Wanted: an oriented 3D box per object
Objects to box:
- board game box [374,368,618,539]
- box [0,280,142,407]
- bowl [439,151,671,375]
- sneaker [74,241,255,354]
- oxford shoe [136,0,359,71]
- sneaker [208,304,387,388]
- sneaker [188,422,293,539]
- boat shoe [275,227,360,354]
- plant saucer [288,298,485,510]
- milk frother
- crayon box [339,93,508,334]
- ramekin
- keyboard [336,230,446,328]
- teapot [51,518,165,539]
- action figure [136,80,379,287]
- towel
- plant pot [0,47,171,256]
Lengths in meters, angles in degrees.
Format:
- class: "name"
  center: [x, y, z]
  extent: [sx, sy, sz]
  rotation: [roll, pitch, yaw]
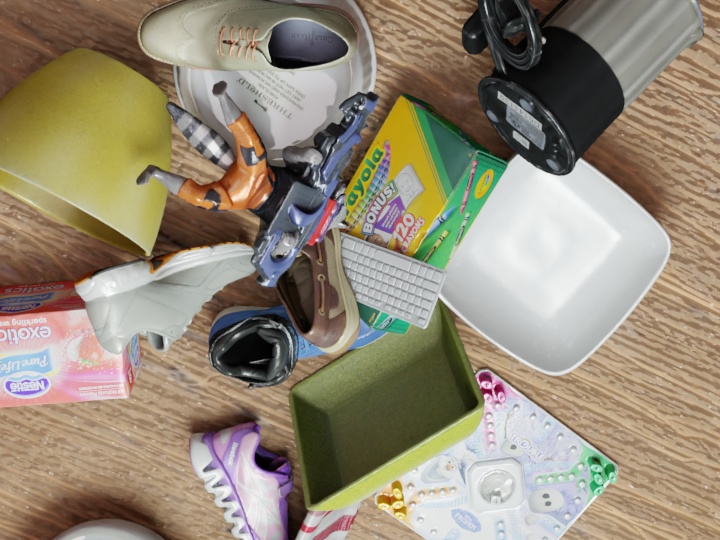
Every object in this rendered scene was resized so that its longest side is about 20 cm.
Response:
- class: "board game box"
  center: [0.150, 0.239, 1.336]
  extent: [0.199, 0.026, 0.200]
  rotation: [36, 104, -11]
- class: "box"
  center: [-0.331, 0.075, 1.240]
  extent: [0.198, 0.095, 0.104]
  rotation: [-4, 108, 0]
- class: "bowl"
  center: [0.186, -0.017, 1.231]
  extent: [0.199, 0.075, 0.200]
  rotation: [36, 103, -11]
- class: "sneaker"
  center: [-0.183, 0.028, 1.195]
  extent: [0.199, 0.075, 0.093]
  rotation: [-15, 94, -38]
- class: "oxford shoe"
  center: [-0.099, -0.208, 1.066]
  extent: [0.198, 0.074, 0.071]
  rotation: [-2, 108, 0]
- class: "sneaker"
  center: [-0.058, 0.068, 1.233]
  extent: [0.198, 0.111, 0.077]
  rotation: [-6, 108, 1]
- class: "sneaker"
  center: [-0.104, 0.247, 1.311]
  extent: [0.088, 0.081, 0.201]
  rotation: [-28, 105, 0]
- class: "boat shoe"
  center: [-0.062, -0.014, 1.172]
  extent: [0.072, 0.201, 0.072]
  rotation: [-34, 148, 28]
- class: "plant saucer"
  center: [0.030, 0.141, 1.220]
  extent: [0.199, 0.200, 0.048]
  rotation: [-32, 120, 9]
- class: "milk frother"
  center: [0.195, -0.220, 1.080]
  extent: [0.180, 0.200, 0.188]
  rotation: [45, 78, 1]
- class: "crayon box"
  center: [0.042, -0.054, 1.190]
  extent: [0.058, 0.119, 0.201]
  rotation: [13, 113, -48]
- class: "ramekin"
  center: [-0.083, -0.189, 1.160]
  extent: [0.200, 0.094, 0.204]
  rotation: [0, 107, -1]
- class: "keyboard"
  center: [0.000, 0.000, 1.169]
  extent: [0.011, 0.199, 0.057]
  rotation: [12, 97, -48]
- class: "teapot"
  center: [-0.268, 0.366, 1.314]
  extent: [0.199, 0.146, 0.198]
  rotation: [27, 80, 12]
- class: "action figure"
  center: [-0.077, -0.101, 1.102]
  extent: [0.193, 0.105, 0.201]
  rotation: [33, 96, -35]
- class: "towel"
  center: [-0.043, 0.291, 1.291]
  extent: [0.023, 0.144, 0.201]
  rotation: [29, 107, 18]
- class: "plant pot"
  center: [-0.257, -0.122, 1.145]
  extent: [0.199, 0.200, 0.143]
  rotation: [27, 81, -9]
